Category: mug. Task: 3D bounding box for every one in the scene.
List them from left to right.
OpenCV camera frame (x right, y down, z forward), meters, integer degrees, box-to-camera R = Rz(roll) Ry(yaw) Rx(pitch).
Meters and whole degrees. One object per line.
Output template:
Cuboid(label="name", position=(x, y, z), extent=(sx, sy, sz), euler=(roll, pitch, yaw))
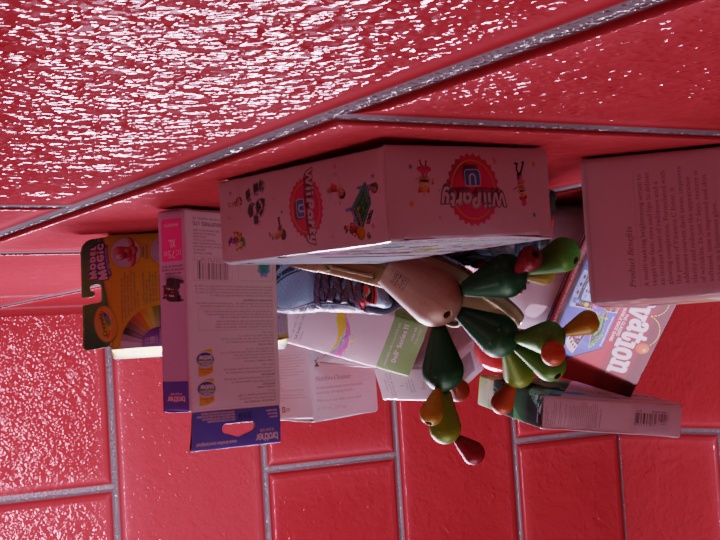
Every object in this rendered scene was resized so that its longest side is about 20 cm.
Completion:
Cuboid(label="mug", position=(0.205, 0.005, 1.333), extent=(0.151, 0.152, 0.187), euler=(5, 169, -4))

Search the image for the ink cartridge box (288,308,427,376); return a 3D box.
Cuboid(label="ink cartridge box", position=(-0.035, 0.031, 1.440), extent=(0.197, 0.068, 0.118), euler=(16, -156, -12))

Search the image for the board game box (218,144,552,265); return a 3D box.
Cuboid(label="board game box", position=(0.014, -0.042, 0.956), extent=(0.146, 0.065, 0.199), euler=(-2, 178, -38))

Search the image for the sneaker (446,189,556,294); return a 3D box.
Cuboid(label="sneaker", position=(0.109, -0.037, 1.171), extent=(0.094, 0.080, 0.200), euler=(13, 167, 1))

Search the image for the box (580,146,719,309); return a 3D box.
Cuboid(label="box", position=(0.273, -0.031, 1.034), extent=(0.197, 0.108, 0.152), euler=(-5, 177, 14))

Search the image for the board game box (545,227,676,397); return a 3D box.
Cuboid(label="board game box", position=(0.232, 0.024, 1.234), extent=(0.101, 0.202, 0.020), euler=(15, -144, -2))

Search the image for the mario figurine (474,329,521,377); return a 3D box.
Cuboid(label="mario figurine", position=(0.206, 0.068, 1.426), extent=(0.197, 0.108, 0.123), euler=(-14, -168, -21))

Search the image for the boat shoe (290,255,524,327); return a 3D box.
Cuboid(label="boat shoe", position=(0.040, 0.010, 1.141), extent=(0.199, 0.064, 0.073), euler=(27, -179, -7))

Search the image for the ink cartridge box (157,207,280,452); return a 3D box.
Cuboid(label="ink cartridge box", position=(-0.120, 0.051, 1.177), extent=(0.042, 0.203, 0.119), euler=(-7, 175, 36))

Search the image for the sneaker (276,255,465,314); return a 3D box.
Cuboid(label="sneaker", position=(0.000, 0.000, 1.272), extent=(0.197, 0.080, 0.096), euler=(-12, -162, -4))

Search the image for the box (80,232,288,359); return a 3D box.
Cuboid(label="box", position=(-0.172, 0.023, 1.335), extent=(0.197, 0.119, 0.048), euler=(-2, 162, -8))

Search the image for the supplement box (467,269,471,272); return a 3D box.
Cuboid(label="supplement box", position=(0.075, -0.015, 1.439), extent=(0.068, 0.068, 0.198), euler=(-7, 176, 42))

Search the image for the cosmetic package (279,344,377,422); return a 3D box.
Cuboid(label="cosmetic package", position=(-0.049, 0.070, 1.599), extent=(0.080, 0.203, 0.112), euler=(-5, 179, 44))

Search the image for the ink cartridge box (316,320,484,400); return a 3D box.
Cuboid(label="ink cartridge box", position=(0.076, 0.080, 1.547), extent=(0.174, 0.045, 0.199), euler=(-2, -157, 40))

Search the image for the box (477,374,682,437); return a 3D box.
Cuboid(label="box", position=(0.213, 0.133, 1.366), extent=(0.142, 0.037, 0.200), euler=(5, 179, -13))

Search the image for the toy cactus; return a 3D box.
Cuboid(label="toy cactus", position=(0.086, 0.047, 1.075), extent=(0.164, 0.201, 0.102), euler=(32, -150, 0))
